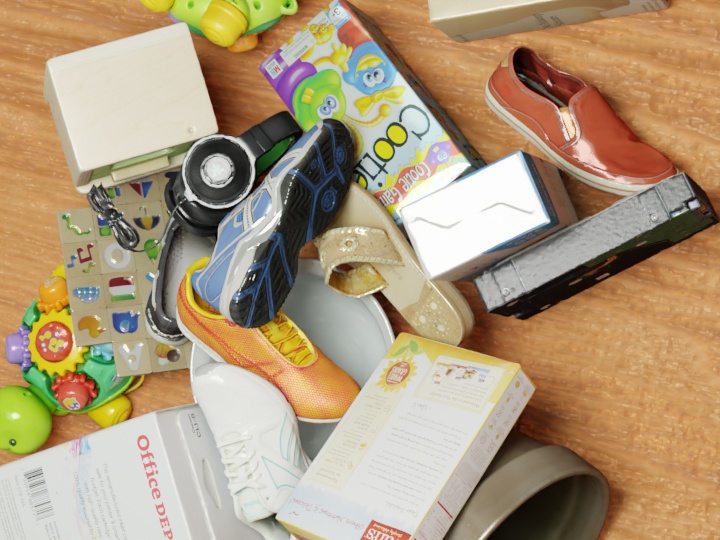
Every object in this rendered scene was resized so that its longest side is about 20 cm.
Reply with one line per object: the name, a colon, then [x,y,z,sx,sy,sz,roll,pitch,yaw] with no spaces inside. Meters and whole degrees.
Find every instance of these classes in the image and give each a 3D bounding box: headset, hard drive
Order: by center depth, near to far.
hard drive: [0.204,-0.019,1.512,0.200,0.140,0.038,-27,78,15]
headset: [-0.142,-0.086,1.565,0.200,0.124,0.094,-38,87,-27]

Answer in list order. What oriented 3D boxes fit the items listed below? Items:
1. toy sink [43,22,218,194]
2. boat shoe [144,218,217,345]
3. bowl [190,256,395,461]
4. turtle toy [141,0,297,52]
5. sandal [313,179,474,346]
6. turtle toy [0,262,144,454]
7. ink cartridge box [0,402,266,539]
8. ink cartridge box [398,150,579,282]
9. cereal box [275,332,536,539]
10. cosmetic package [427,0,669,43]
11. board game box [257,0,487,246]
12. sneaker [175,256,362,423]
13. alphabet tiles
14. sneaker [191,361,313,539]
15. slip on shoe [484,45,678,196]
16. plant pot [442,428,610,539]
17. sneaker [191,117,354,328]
toy sink: [-0.215,-0.143,1.625,0.130,0.200,0.112,-17,91,-12]
boat shoe: [-0.150,-0.029,1.640,0.074,0.060,0.200,23,69,-4]
bowl: [-0.048,0.090,1.613,0.201,0.090,0.202,-1,86,19]
turtle toy: [-0.141,-0.282,1.659,0.200,0.101,0.146,29,73,19]
sandal: [0.002,-0.004,1.517,0.212,0.070,0.078,43,133,16]
turtle toy: [-0.285,0.089,1.685,0.146,0.101,0.200,36,97,18]
ink cartridge box: [-0.201,0.211,1.544,0.200,0.145,0.146,-20,83,25]
ink cartridge box: [0.120,-0.043,1.512,0.115,0.200,0.068,-25,82,15]
cereal box: [0.037,0.151,1.450,0.144,0.040,0.200,15,63,45]
cosmetic package: [0.165,-0.259,1.563,0.199,0.105,0.071,-8,83,19]
board game box: [0.016,-0.133,1.601,0.103,0.105,0.200,-40,75,11]
sneaker: [-0.084,0.064,1.531,0.200,0.073,0.077,33,141,16]
alphabet tiles: [-0.195,-0.001,1.658,0.166,0.006,0.201,-6,74,-16]
sneaker: [-0.084,0.165,1.503,0.070,0.080,0.200,-15,117,37]
slip on shoe: [0.196,-0.130,1.551,0.200,0.074,0.061,38,137,22]
plant pot: [0.085,0.203,1.522,0.173,0.200,0.200,38,98,33]
sneaker: [-0.076,-0.050,1.502,0.077,0.076,0.200,19,70,40]
